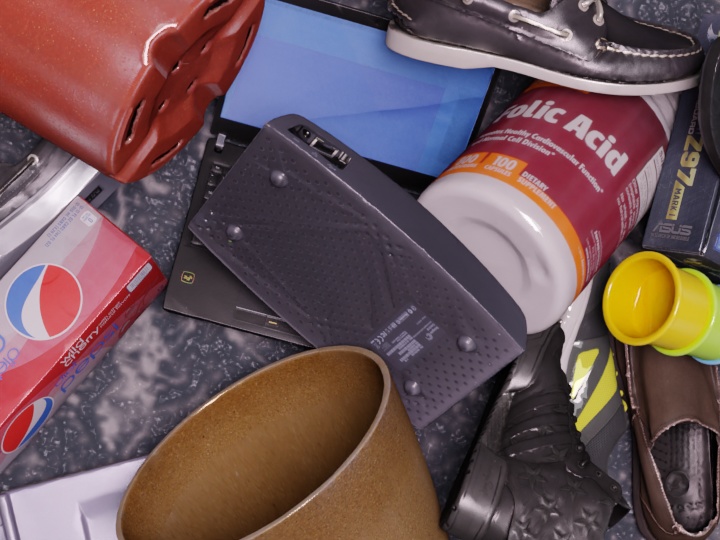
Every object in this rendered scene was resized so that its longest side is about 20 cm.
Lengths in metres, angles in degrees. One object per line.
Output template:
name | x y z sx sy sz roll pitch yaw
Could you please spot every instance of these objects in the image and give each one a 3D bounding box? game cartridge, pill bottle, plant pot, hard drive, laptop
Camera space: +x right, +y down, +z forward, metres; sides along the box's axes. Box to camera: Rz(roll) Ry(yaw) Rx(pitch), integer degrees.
game cartridge | -0.155 0.191 0.930 0.199 0.038 0.130 -14 84 -8
pill bottle | 0.130 -0.061 0.905 0.114 0.114 0.200 46 54 -3
plant pot | -0.019 0.181 0.868 0.186 0.186 0.200 -34 113 -8
plant pot | -0.176 -0.166 0.843 0.195 0.201 0.201 35 83 9
hard drive | 0.000 0.000 0.867 0.200 0.135 0.042 41 49 -3
laptop | -0.018 -0.057 0.921 0.177 0.103 0.201 15 70 -5

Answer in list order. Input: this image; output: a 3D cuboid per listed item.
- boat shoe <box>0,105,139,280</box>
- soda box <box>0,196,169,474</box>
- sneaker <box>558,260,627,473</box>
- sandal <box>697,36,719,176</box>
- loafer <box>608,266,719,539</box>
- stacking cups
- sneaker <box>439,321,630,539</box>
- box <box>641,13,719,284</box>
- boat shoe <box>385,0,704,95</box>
boat shoe | -0.218 -0.051 0.920 0.066 0.070 0.200 43 84 10
soda box | -0.216 0.053 0.901 0.070 0.063 0.200 38 79 13
sneaker | 0.142 0.073 0.962 0.084 0.074 0.201 18 81 -28
sandal | 0.257 -0.057 0.850 0.075 0.048 0.201 -43 123 -26
loafer | 0.218 0.092 0.960 0.073 0.071 0.201 -9 88 -7
stacking cups | 0.242 0.038 0.935 0.200 0.060 0.061 17 84 -42
sneaker | 0.116 0.124 0.854 0.104 0.060 0.200 26 53 3
box | 0.278 -0.061 0.936 0.200 0.051 0.158 21 82 -42
boat shoe | 0.116 -0.153 0.869 0.199 0.074 0.061 11 117 7
